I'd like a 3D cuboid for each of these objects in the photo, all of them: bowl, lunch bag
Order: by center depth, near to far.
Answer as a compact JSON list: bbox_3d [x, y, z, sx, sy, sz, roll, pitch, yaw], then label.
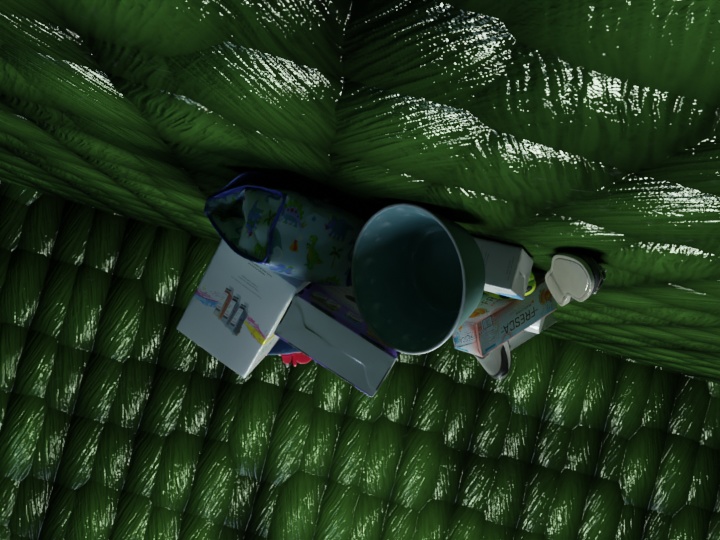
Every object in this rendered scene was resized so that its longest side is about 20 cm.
[{"bbox_3d":[0.093,0.005,1.243,0.199,0.204,0.104,12,-165,42],"label":"bowl"},{"bbox_3d":[-0.115,-0.063,1.332,0.169,0.129,0.199,18,179,-39],"label":"lunch bag"}]

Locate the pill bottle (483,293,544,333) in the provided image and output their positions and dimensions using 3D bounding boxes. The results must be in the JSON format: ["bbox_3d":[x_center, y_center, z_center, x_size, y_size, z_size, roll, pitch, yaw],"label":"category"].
[{"bbox_3d":[0.243,0.052,1.675,0.197,0.113,0.111,14,176,17],"label":"pill bottle"}]

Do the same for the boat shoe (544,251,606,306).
[{"bbox_3d":[0.309,0.003,1.271,0.062,0.073,0.200,-27,171,-4],"label":"boat shoe"}]

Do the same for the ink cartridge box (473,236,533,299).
[{"bbox_3d":[0.154,-0.016,1.390,0.198,0.068,0.116,14,176,22],"label":"ink cartridge box"}]

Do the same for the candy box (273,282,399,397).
[{"bbox_3d":[-0.018,0.087,1.339,0.167,0.072,0.200,32,-166,4],"label":"candy box"}]

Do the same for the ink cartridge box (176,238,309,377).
[{"bbox_3d":[-0.175,0.037,1.469,0.144,0.201,0.145,35,-152,4],"label":"ink cartridge box"}]

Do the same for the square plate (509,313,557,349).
[{"bbox_3d":[0.248,0.080,1.762,0.197,0.029,0.199,-25,-137,-35],"label":"square plate"}]

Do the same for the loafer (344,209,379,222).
[{"bbox_3d":[0.006,-0.052,1.383,0.072,0.072,0.199,12,176,-26],"label":"loafer"}]

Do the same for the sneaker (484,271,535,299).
[{"bbox_3d":[0.203,-0.001,1.530,0.198,0.075,0.083,7,-158,30],"label":"sneaker"}]

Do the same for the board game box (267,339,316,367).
[{"bbox_3d":[-0.127,0.144,1.627,0.156,0.040,0.200,-4,-172,4],"label":"board game box"}]

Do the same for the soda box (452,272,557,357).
[{"bbox_3d":[0.241,0.070,1.522,0.199,0.064,0.068,-26,-155,-33],"label":"soda box"}]

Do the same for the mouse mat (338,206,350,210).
[{"bbox_3d":[-0.051,-0.096,1.532,0.198,0.008,0.160,13,176,38],"label":"mouse mat"}]

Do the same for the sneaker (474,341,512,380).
[{"bbox_3d":[0.191,0.104,1.578,0.079,0.202,0.074,-17,159,-37],"label":"sneaker"}]
